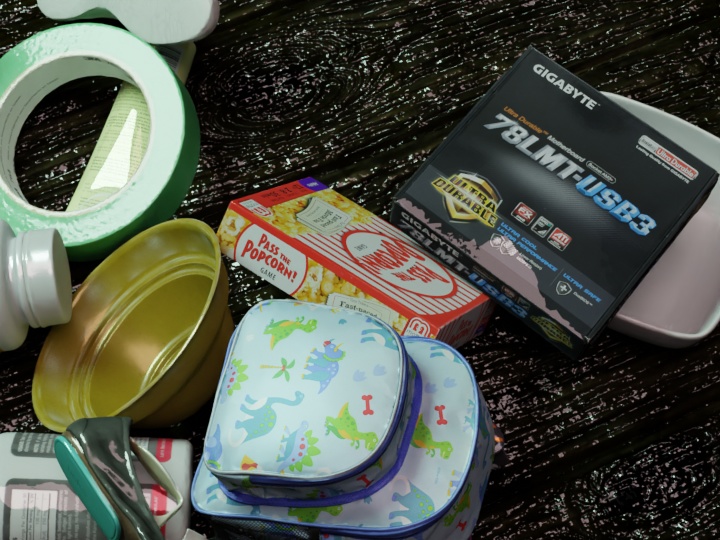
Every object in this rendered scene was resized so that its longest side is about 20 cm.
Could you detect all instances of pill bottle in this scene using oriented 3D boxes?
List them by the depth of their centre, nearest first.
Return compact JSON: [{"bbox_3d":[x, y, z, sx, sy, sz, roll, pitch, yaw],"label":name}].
[{"bbox_3d":[-0.227,0.178,1.307,0.200,0.111,0.111,3,65,-4],"label":"pill bottle"},{"bbox_3d":[-0.337,0.017,1.396,0.200,0.109,0.109,-8,65,0],"label":"pill bottle"}]

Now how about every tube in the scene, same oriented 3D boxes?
[{"bbox_3d":[-0.197,-0.117,1.520,0.052,0.058,0.200,31,64,-33],"label":"tube"}]

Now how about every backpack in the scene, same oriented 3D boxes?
[{"bbox_3d":[-0.010,0.121,1.251,0.200,0.147,0.183,6,59,14],"label":"backpack"}]

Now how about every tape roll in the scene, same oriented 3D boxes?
[{"bbox_3d":[-0.238,-0.109,1.477,0.200,0.048,0.201,-3,74,11],"label":"tape roll"}]

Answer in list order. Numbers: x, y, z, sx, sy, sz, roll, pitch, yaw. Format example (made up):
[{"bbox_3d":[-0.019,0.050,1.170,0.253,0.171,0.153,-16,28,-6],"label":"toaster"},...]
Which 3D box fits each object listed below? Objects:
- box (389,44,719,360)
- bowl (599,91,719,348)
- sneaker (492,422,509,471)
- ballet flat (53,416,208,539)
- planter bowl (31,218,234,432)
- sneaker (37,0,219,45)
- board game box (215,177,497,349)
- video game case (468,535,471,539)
[{"bbox_3d":[0.160,-0.060,1.440,0.200,0.050,0.199,37,69,12],"label":"box"},{"bbox_3d":[0.234,-0.036,1.498,0.200,0.075,0.200,26,65,7],"label":"bowl"},{"bbox_3d":[0.068,0.177,1.383,0.112,0.078,0.200,-7,66,-7],"label":"sneaker"},{"bbox_3d":[-0.147,0.186,1.219,0.068,0.068,0.200,-18,71,-27],"label":"ballet flat"},{"bbox_3d":[-0.160,0.063,1.381,0.083,0.200,0.201,43,60,-33],"label":"planter bowl"},{"bbox_3d":[-0.188,-0.245,1.528,0.200,0.075,0.088,16,20,34],"label":"sneaker"},{"bbox_3d":[0.000,0.000,1.420,0.200,0.151,0.046,31,111,15],"label":"board game box"},{"bbox_3d":[-0.005,0.171,1.328,0.181,0.036,0.200,-4,56,10],"label":"video game case"}]
